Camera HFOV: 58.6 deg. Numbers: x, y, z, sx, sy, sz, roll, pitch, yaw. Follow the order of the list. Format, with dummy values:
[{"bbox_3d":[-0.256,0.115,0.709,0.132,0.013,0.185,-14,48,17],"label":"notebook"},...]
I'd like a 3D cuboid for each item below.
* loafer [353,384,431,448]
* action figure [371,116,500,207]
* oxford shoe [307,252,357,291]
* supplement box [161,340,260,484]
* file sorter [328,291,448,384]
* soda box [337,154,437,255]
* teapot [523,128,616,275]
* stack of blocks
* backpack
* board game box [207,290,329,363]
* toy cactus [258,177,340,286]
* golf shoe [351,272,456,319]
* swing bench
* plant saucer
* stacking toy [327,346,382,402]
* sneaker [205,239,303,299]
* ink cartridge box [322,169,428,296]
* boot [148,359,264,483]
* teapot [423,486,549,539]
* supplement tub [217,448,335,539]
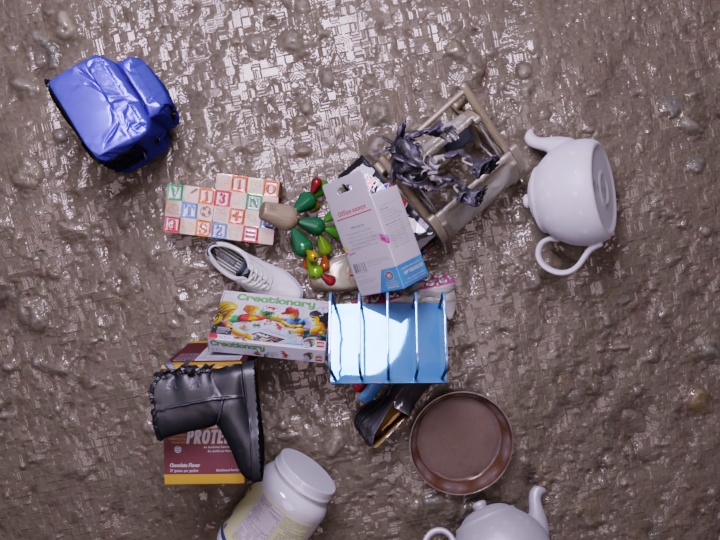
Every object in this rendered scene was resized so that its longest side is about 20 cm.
[{"bbox_3d":[0.078,0.247,1.187,0.073,0.072,0.200,38,98,-32],"label":"loafer"},{"bbox_3d":[0.118,-0.173,1.022,0.199,0.102,0.120,30,121,29],"label":"action figure"},{"bbox_3d":[0.000,0.000,1.173,0.198,0.074,0.071,-11,95,0],"label":"oxford shoe"},{"bbox_3d":[-0.254,0.239,1.122,0.132,0.200,0.199,0,95,-1],"label":"supplement box"},{"bbox_3d":[0.046,0.110,1.062,0.198,0.123,0.140,-1,72,2],"label":"file sorter"},{"bbox_3d":[0.049,-0.109,1.144,0.063,0.071,0.200,-42,79,1],"label":"soda box"},{"bbox_3d":[0.361,-0.128,1.138,0.145,0.201,0.198,-9,132,34],"label":"teapot"},{"bbox_3d":[-0.247,-0.116,1.165,0.198,0.059,0.116,6,94,-2],"label":"stack of blocks"},{"bbox_3d":[-0.395,-0.254,1.082,0.167,0.200,0.163,-27,91,-9],"label":"backpack"},{"bbox_3d":[-0.154,0.097,1.120,0.198,0.127,0.035,6,128,-2],"label":"board game box"},{"bbox_3d":[-0.094,-0.082,1.124,0.164,0.102,0.202,15,72,-27],"label":"toy cactus"},{"bbox_3d":[0.083,0.069,1.184,0.198,0.075,0.092,-12,110,6],"label":"golf shoe"},{"bbox_3d":[0.162,-0.180,1.136,0.199,0.130,0.200,-41,94,0],"label":"swing bench"},{"bbox_3d":[0.191,0.326,1.225,0.198,0.034,0.202,0,94,-1],"label":"plant saucer"},{"bbox_3d":[-0.029,0.138,1.182,0.200,0.116,0.110,37,94,10],"label":"stacking toy"},{"bbox_3d":[-0.197,0.011,1.170,0.199,0.071,0.073,27,93,-5],"label":"sneaker"},{"bbox_3d":[0.023,-0.067,1.066,0.068,0.115,0.201,-25,98,-39],"label":"ink cartridge box"},{"bbox_3d":[-0.234,0.232,0.985,0.161,0.073,0.200,-7,87,-5],"label":"boot"},{"bbox_3d":[0.243,0.499,1.178,0.197,0.199,0.147,-47,53,31],"label":"teapot"},{"bbox_3d":[-0.151,0.444,1.169,0.145,0.145,0.201,35,93,-4],"label":"supplement tub"}]
